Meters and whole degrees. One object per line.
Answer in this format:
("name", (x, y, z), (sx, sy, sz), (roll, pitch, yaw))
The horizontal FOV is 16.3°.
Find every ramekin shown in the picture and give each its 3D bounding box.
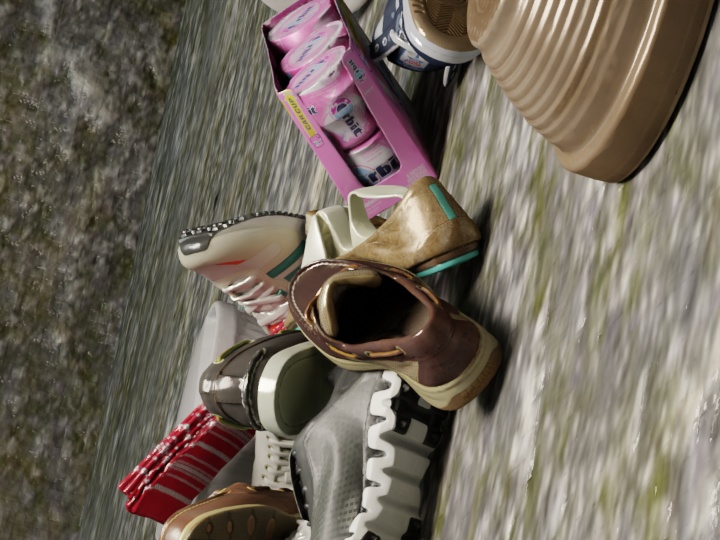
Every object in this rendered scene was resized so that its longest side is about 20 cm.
("ramekin", (-0.096, 0.131, 2.015), (0.202, 0.094, 0.204), (-166, 90, -83))

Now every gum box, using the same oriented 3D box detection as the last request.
("gum box", (-0.010, -0.122, 1.809), (0.066, 0.114, 0.200), (-32, 20, 7))

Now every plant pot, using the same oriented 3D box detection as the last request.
("plant pot", (0.112, -0.154, 1.288), (0.201, 0.092, 0.202), (-166, 90, -81))

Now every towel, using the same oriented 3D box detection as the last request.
("towel", (-0.091, 0.109, 1.846), (0.200, 0.022, 0.145), (-45, -14, -3))

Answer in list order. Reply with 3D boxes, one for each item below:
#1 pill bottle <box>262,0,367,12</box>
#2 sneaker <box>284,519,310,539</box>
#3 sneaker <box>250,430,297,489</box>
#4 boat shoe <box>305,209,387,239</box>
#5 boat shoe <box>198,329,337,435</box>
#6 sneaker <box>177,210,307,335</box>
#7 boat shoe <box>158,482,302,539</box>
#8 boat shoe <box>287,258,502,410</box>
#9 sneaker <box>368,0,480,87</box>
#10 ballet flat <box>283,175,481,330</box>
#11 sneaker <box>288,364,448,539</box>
("pill bottle", (-0.034, -0.332, 2.247), (0.117, 0.116, 0.201), (118, 163, -53))
("sneaker", (-0.018, 0.178, 1.597), (0.075, 0.081, 0.201), (131, 153, -72))
("sneaker", (-0.043, 0.142, 1.823), (0.200, 0.072, 0.085), (99, 178, -70))
("boat shoe", (0.000, 0.000, 1.781), (0.200, 0.073, 0.070), (-136, 49, -80))
("boat shoe", (-0.036, 0.069, 1.634), (0.201, 0.060, 0.072), (-1, -84, -66))
("sneaker", (-0.062, 0.010, 1.876), (0.199, 0.070, 0.094), (5, -105, -61))
("boat shoe", (-0.076, 0.175, 1.638), (0.200, 0.067, 0.072), (5, -76, -59))
("boat shoe", (0.005, 0.022, 1.499), (0.072, 0.072, 0.200), (-52, 33, -5))
("sneaker", (0.049, -0.159, 1.689), (0.200, 0.070, 0.109), (-80, 13, -59))
("ballet flat", (0.004, -0.015, 1.624), (0.200, 0.068, 0.073), (-28, 84, 57))
("sneaker", (-0.007, 0.142, 1.537), (0.090, 0.066, 0.201), (4, 74, 41))
